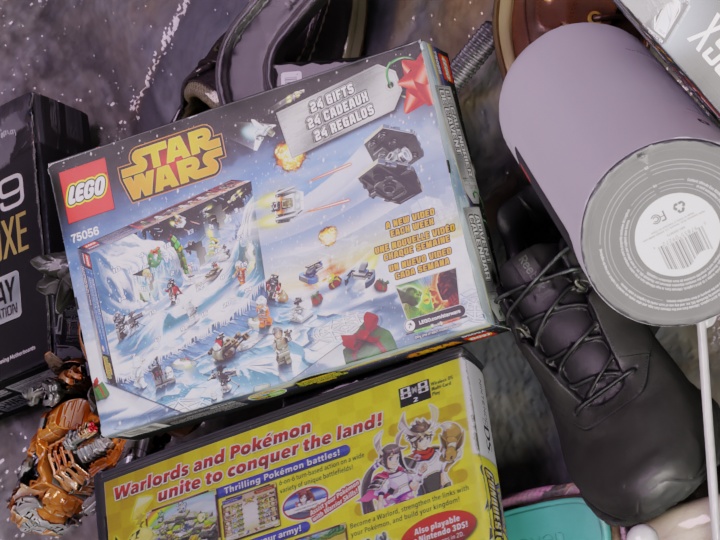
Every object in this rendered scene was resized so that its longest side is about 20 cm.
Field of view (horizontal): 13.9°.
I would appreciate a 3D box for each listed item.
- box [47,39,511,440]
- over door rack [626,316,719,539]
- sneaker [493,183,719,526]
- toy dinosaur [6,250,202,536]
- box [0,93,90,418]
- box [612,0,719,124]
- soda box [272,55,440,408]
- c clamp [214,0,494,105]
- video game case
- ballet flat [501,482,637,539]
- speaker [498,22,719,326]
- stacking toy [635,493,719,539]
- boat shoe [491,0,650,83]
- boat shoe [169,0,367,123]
[{"bbox_3d":[-0.040,-0.012,1.373,0.200,0.040,0.137,-17,78,21],"label":"box"},{"bbox_3d":[0.181,0.082,1.169,0.148,0.067,0.200,-6,75,45],"label":"over door rack"},{"bbox_3d":[0.099,0.035,1.306,0.076,0.091,0.200,-37,33,11],"label":"sneaker"},{"bbox_3d":[-0.103,0.050,1.465,0.200,0.102,0.136,-27,36,15],"label":"toy dinosaur"},{"bbox_3d":[-0.231,0.011,1.631,0.200,0.050,0.158,-21,64,33],"label":"box"},{"bbox_3d":[0.152,-0.097,1.237,0.050,0.158,0.200,-41,11,7],"label":"box"},{"bbox_3d":[0.000,0.000,1.418,0.063,0.071,0.200,-3,85,18],"label":"soda box"},{"bbox_3d":[0.019,-0.098,1.468,0.171,0.027,0.200,36,99,13],"label":"c clamp"},{"bbox_3d":[-0.026,0.146,1.333,0.200,0.026,0.181,-20,57,20],"label":"video game case"},{"bbox_3d":[0.046,0.137,1.368,0.200,0.071,0.069,-11,74,27],"label":"ballet flat"},{"bbox_3d":[0.113,-0.046,1.250,0.081,0.081,0.200,-56,16,12],"label":"speaker"},{"bbox_3d":[0.174,0.197,1.250,0.085,0.085,0.200,-23,69,32],"label":"stacking toy"},{"bbox_3d":[0.106,-0.124,1.399,0.068,0.072,0.200,-25,60,33],"label":"boat shoe"},{"bbox_3d":[-0.060,-0.083,1.523,0.073,0.065,0.200,22,90,42],"label":"boat shoe"}]
